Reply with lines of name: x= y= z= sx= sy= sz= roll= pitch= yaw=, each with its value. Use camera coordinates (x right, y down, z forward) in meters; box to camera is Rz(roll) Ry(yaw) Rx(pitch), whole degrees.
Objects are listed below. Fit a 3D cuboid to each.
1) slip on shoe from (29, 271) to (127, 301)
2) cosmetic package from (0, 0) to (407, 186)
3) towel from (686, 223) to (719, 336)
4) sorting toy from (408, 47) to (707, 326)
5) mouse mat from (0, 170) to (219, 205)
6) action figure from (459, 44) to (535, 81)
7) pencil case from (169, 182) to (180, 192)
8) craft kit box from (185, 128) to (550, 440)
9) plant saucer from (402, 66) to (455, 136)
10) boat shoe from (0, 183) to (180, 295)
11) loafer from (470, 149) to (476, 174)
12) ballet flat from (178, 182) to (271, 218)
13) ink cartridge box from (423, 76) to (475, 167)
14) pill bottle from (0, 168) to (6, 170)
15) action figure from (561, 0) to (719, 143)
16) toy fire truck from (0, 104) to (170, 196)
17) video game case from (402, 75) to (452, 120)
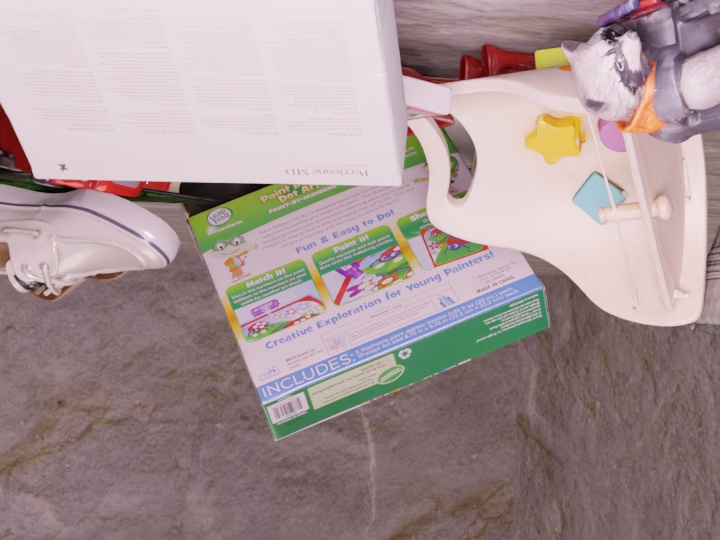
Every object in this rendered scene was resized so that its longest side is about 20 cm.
slip on shoe: x=-0.207 y=-0.028 z=1.246 sx=0.076 sy=0.061 sz=0.200 roll=40 pitch=152 yaw=-12
cosmetic package: x=-0.081 y=-0.104 z=0.809 sx=0.198 sy=0.052 sz=0.151 roll=2 pitch=146 yaw=7
towel: x=0.265 y=-0.049 z=0.975 sx=0.034 sy=0.194 sz=0.200 roll=27 pitch=174 yaw=-11
sorting toy: x=0.111 y=-0.068 z=1.005 sx=0.179 sy=0.107 sz=0.201 roll=1 pitch=142 yaw=21
mouse mat: x=-0.215 y=-0.060 z=1.197 sx=0.160 sy=0.008 sz=0.199 roll=7 pitch=178 yaw=-35
action figure: x=0.166 y=-0.092 z=1.084 sx=0.198 sy=0.100 sz=0.065 roll=0 pitch=178 yaw=-17
pencil case: x=-0.127 y=-0.090 z=1.302 sx=0.199 sy=0.078 sz=0.089 roll=8 pitch=-157 yaw=-29
craft kit box: x=0.000 y=0.000 z=1.124 sx=0.199 sy=0.198 sz=0.049 roll=-21 pitch=136 yaw=-5
plant saucer: x=-0.065 y=-0.120 z=1.098 sx=0.199 sy=0.037 sz=0.199 roll=8 pitch=175 yaw=-24
boat shoe: x=-0.211 y=-0.014 z=1.131 sx=0.199 sy=0.070 sz=0.071 roll=9 pitch=151 yaw=33
loafer: x=0.118 y=-0.068 z=1.219 sx=0.075 sy=0.069 sz=0.200 roll=-3 pitch=163 yaw=2
ballet flat: x=-0.054 y=-0.015 z=1.228 sx=0.199 sy=0.067 sz=0.057 roll=30 pitch=158 yaw=17
ink cartridge box: x=0.063 y=-0.109 z=1.236 sx=0.161 sy=0.051 sz=0.200 roll=2 pitch=180 yaw=-13
pill bottle: x=-0.326 y=-0.037 z=1.316 sx=0.112 sy=0.113 sz=0.200 roll=-1 pitch=-143 yaw=38
action figure: x=0.193 y=-0.104 z=0.777 sx=0.192 sy=0.106 sz=0.200 roll=-8 pitch=179 yaw=-2
toy fire truck: x=-0.156 y=-0.076 z=1.028 sx=0.140 sy=0.049 sz=0.200 roll=10 pitch=-175 yaw=-30
video game case: x=-0.061 y=-0.104 z=0.970 sx=0.142 sy=0.018 sz=0.199 roll=10 pitch=174 yaw=-33
